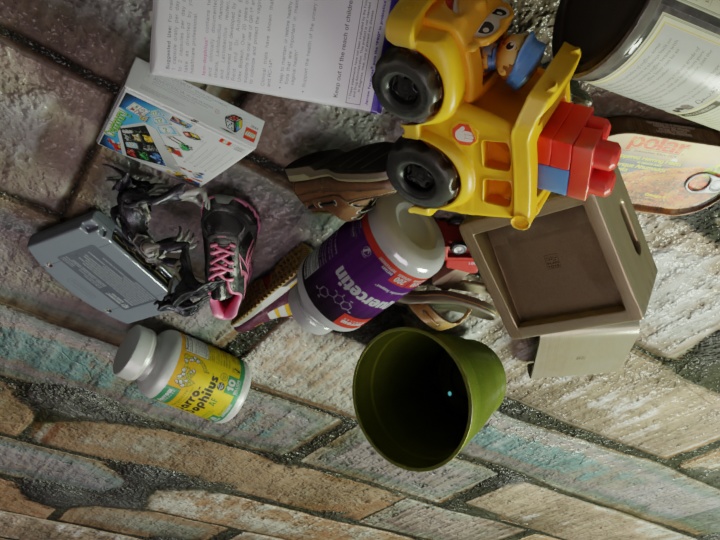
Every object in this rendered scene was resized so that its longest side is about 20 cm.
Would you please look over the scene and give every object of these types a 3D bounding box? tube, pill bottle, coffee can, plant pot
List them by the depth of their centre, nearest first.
[{"bbox_3d":[0.290,-0.207,0.564,0.199,0.147,0.147,14,139,-16],"label":"coffee can"},{"bbox_3d":[0.000,0.000,0.797,0.112,0.113,0.200,28,132,-29],"label":"pill bottle"},{"bbox_3d":[0.124,0.177,0.995,0.200,0.201,0.192,-32,163,34],"label":"plant pot"},{"bbox_3d":[-0.287,0.164,1.063,0.200,0.113,0.113,31,133,-31],"label":"pill bottle"},{"bbox_3d":[0.122,0.192,1.145,0.077,0.051,0.200,-17,143,35],"label":"tube"}]

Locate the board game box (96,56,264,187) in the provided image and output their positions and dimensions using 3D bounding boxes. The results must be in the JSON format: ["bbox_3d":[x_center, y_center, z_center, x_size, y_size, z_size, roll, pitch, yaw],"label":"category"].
[{"bbox_3d":[-0.192,-0.141,0.674,0.126,0.035,0.200,23,166,-25],"label":"board game box"}]

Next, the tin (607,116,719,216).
[{"bbox_3d":[0.332,-0.120,0.759,0.199,0.042,0.112,8,145,-7],"label":"tin"}]

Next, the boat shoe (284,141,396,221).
[{"bbox_3d":[-0.006,-0.092,0.707,0.200,0.072,0.068,15,132,57],"label":"boat shoe"}]

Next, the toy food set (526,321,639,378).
[{"bbox_3d":[0.343,0.111,1.037,0.143,0.061,0.200,-5,149,6],"label":"toy food set"}]

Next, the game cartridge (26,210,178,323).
[{"bbox_3d":[-0.356,0.002,0.927,0.133,0.041,0.200,-18,137,17],"label":"game cartridge"}]

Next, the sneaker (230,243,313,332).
[{"bbox_3d":[-0.106,0.046,0.943,0.090,0.075,0.200,34,132,-26],"label":"sneaker"}]

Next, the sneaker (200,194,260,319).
[{"bbox_3d":[-0.175,-0.010,0.861,0.078,0.096,0.201,5,140,-3],"label":"sneaker"}]

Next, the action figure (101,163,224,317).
[{"bbox_3d":[-0.232,-0.047,0.786,0.102,0.201,0.119,-22,164,-31],"label":"action figure"}]

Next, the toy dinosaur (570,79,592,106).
[{"bbox_3d":[0.149,-0.175,0.672,0.199,0.048,0.088,6,178,40],"label":"toy dinosaur"}]

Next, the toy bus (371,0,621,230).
[{"bbox_3d":[0.123,-0.134,0.547,0.191,0.136,0.201,19,144,29],"label":"toy bus"}]

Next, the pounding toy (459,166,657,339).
[{"bbox_3d":[0.232,-0.013,0.768,0.183,0.142,0.201,-15,111,39],"label":"pounding toy"}]

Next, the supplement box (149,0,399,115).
[{"bbox_3d":[-0.073,-0.213,0.578,0.199,0.101,0.104,6,116,-8],"label":"supplement box"}]

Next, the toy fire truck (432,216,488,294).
[{"bbox_3d":[0.133,-0.009,0.891,0.199,0.049,0.141,0,143,3],"label":"toy fire truck"}]

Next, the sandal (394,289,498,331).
[{"bbox_3d":[0.095,0.057,0.932,0.199,0.054,0.080,6,169,12],"label":"sandal"}]
